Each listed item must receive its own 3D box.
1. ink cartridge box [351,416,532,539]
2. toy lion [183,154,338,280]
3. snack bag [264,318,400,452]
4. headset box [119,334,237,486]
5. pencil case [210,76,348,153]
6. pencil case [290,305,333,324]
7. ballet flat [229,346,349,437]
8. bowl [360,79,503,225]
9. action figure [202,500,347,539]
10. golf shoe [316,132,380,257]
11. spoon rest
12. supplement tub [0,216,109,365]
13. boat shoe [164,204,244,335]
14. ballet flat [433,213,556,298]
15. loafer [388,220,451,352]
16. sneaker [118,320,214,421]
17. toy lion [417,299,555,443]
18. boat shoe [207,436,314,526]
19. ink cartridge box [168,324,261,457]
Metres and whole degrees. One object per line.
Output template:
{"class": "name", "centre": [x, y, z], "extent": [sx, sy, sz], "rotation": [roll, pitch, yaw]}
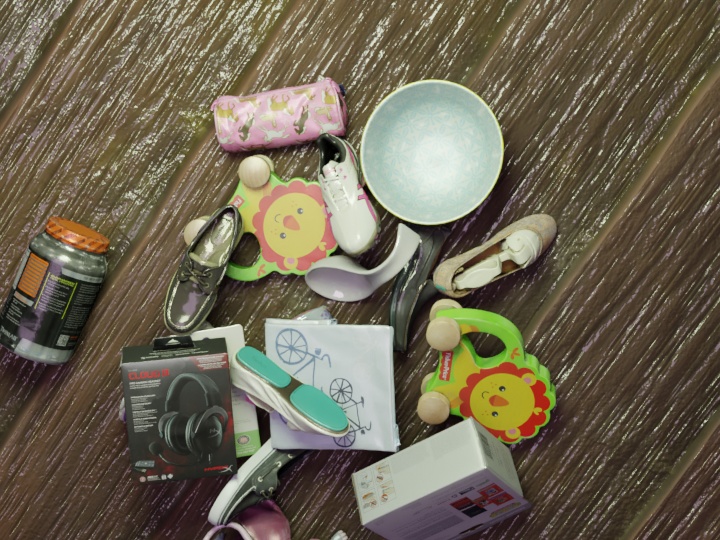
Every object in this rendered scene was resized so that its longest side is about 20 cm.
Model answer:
{"class": "ink cartridge box", "centre": [0.118, 0.313, 1.530], "extent": [0.199, 0.176, 0.084], "rotation": [-28, 50, 17]}
{"class": "toy lion", "centre": [-0.132, -0.063, 1.603], "extent": [0.192, 0.069, 0.200], "rotation": [43, 98, -2]}
{"class": "snack bag", "centre": [-0.040, 0.161, 1.525], "extent": [0.198, 0.021, 0.190], "rotation": [-1, 96, 17]}
{"class": "headset box", "centre": [-0.252, 0.186, 1.501], "extent": [0.148, 0.077, 0.202], "rotation": [-5, 106, -9]}
{"class": "pencil case", "centre": [-0.118, -0.226, 1.580], "extent": [0.198, 0.083, 0.087], "rotation": [-9, 75, 10]}
{"class": "pencil case", "centre": [-0.045, 0.153, 1.580], "extent": [0.090, 0.083, 0.201], "rotation": [-28, 87, -4]}
{"class": "ballet flat", "centre": [-0.102, 0.183, 1.509], "extent": [0.199, 0.069, 0.070], "rotation": [33, 97, 15]}
{"class": "bowl", "centre": [0.105, -0.164, 1.533], "extent": [0.198, 0.108, 0.202], "rotation": [0, 92, 9]}
{"class": "action figure", "centre": [-0.110, 0.418, 1.574], "extent": [0.199, 0.149, 0.134], "rotation": [35, 93, 21]}
{"class": "golf shoe", "centre": [-0.028, -0.106, 1.517], "extent": [0.072, 0.092, 0.201], "rotation": [-30, 47, 20]}
{"class": "spoon rest", "centre": [0.000, 0.000, 1.538], "extent": [0.099, 0.061, 0.199], "rotation": [32, 139, -29]}
{"class": "supplement tub", "centre": [-0.460, 0.030, 1.622], "extent": [0.122, 0.122, 0.201], "rotation": [26, 96, 7]}
{"class": "boat shoe", "centre": [-0.225, -0.006, 1.521], "extent": [0.073, 0.065, 0.201], "rotation": [20, 76, 2]}
{"class": "ballet flat", "centre": [0.200, -0.014, 1.525], "extent": [0.199, 0.067, 0.068], "rotation": [-30, 107, -3]}
{"class": "loafer", "centre": [0.083, 0.023, 1.563], "extent": [0.072, 0.073, 0.202], "rotation": [10, 95, 4]}
{"class": "sneaker", "centre": [-0.286, 0.164, 1.624], "extent": [0.083, 0.081, 0.200], "rotation": [45, 98, -3]}
{"class": "toy lion", "centre": [0.183, 0.152, 1.523], "extent": [0.190, 0.069, 0.201], "rotation": [8, 119, 6]}
{"class": "boat shoe", "centre": [-0.139, 0.300, 1.563], "extent": [0.056, 0.069, 0.200], "rotation": [35, 57, 16]}
{"class": "ink cartridge box", "centre": [-0.217, 0.174, 1.581], "extent": [0.116, 0.067, 0.202], "rotation": [-8, 105, -10]}
